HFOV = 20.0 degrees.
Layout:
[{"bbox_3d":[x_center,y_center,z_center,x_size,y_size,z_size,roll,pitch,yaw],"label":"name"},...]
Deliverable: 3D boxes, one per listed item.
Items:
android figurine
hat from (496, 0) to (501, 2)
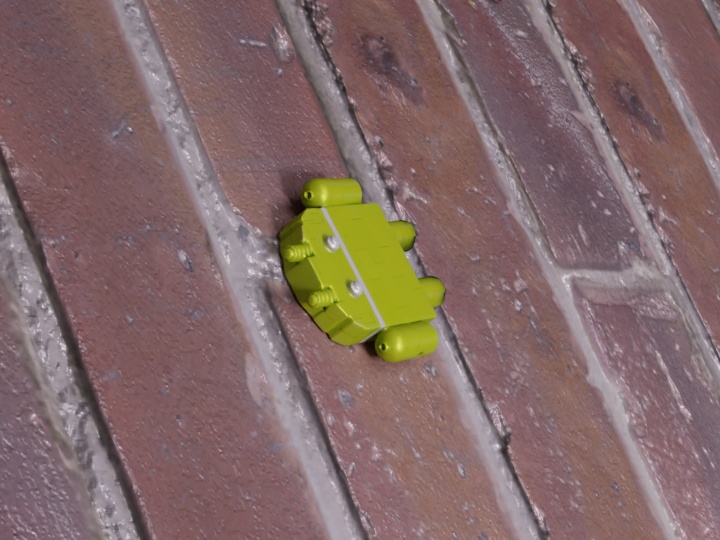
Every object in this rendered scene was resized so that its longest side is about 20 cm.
[{"bbox_3d":[0.000,0.000,1.815,0.199,0.041,0.183,-4,63,-56],"label":"android figurine"},{"bbox_3d":[0.064,-0.346,2.247,0.198,0.177,0.166,11,41,3],"label":"hat"}]
